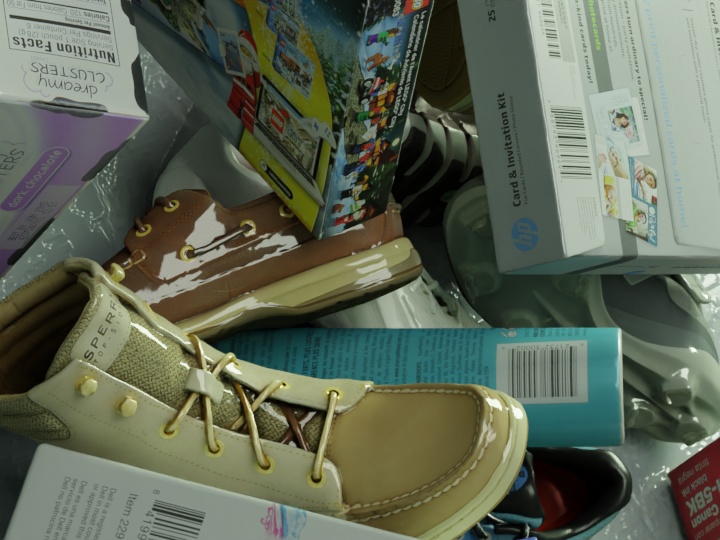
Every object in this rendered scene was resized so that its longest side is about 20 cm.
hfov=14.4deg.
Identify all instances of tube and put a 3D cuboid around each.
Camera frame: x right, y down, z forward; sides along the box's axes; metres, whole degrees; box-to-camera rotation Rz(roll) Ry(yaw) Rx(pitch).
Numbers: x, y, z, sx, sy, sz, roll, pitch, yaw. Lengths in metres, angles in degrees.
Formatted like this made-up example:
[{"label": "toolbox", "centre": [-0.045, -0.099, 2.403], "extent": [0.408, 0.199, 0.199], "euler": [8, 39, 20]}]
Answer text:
[{"label": "tube", "centre": [0.014, 0.051, 1.229], "extent": [0.199, 0.051, 0.078], "euler": [0, 37, 6]}]

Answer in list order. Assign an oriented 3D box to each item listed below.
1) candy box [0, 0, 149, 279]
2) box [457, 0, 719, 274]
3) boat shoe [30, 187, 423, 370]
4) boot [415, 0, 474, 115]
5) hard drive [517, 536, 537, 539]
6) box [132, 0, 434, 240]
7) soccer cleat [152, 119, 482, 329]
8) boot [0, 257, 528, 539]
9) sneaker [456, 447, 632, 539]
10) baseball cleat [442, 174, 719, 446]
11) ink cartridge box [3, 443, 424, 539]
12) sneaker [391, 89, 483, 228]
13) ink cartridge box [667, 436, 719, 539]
[{"label": "candy box", "centre": [-0.167, -0.111, 1.175], "extent": [0.071, 0.168, 0.201], "euler": [6, 60, -32]}, {"label": "box", "centre": [0.122, -0.077, 1.313], "extent": [0.200, 0.041, 0.156], "euler": [-1, 81, -52]}, {"label": "boat shoe", "centre": [-0.075, 0.001, 1.209], "extent": [0.199, 0.072, 0.068], "euler": [-16, 85, -16]}, {"label": "boot", "centre": [0.089, -0.131, 1.378], "extent": [0.154, 0.072, 0.200], "euler": [31, 39, -33]}, {"label": "hard drive", "centre": [-0.016, 0.186, 1.123], "extent": [0.199, 0.025, 0.132], "euler": [-10, 65, 0]}, {"label": "box", "centre": [-0.051, -0.128, 1.186], "extent": [0.038, 0.137, 0.200], "euler": [-24, 56, -30]}, {"label": "soccer cleat", "centre": [0.000, 0.000, 1.284], "extent": [0.200, 0.078, 0.069], "euler": [30, 7, -16]}, {"label": "boot", "centre": [-0.051, 0.053, 1.111], "extent": [0.155, 0.200, 0.073], "euler": [44, 50, -39]}, {"label": "sneaker", "centre": [0.036, 0.098, 1.245], "extent": [0.200, 0.090, 0.079], "euler": [-5, 76, -38]}, {"label": "baseball cleat", "centre": [0.105, 0.004, 1.368], "extent": [0.200, 0.070, 0.107], "euler": [46, 29, -33]}, {"label": "ink cartridge box", "centre": [-0.045, 0.166, 1.072], "extent": [0.199, 0.088, 0.146], "euler": [12, 66, 11]}, {"label": "sneaker", "centre": [0.017, -0.082, 1.371], "extent": [0.200, 0.076, 0.116], "euler": [13, 49, -41]}, {"label": "ink cartridge box", "centre": [0.249, 0.172, 1.367], "extent": [0.146, 0.083, 0.201], "euler": [3, 61, -35]}]
